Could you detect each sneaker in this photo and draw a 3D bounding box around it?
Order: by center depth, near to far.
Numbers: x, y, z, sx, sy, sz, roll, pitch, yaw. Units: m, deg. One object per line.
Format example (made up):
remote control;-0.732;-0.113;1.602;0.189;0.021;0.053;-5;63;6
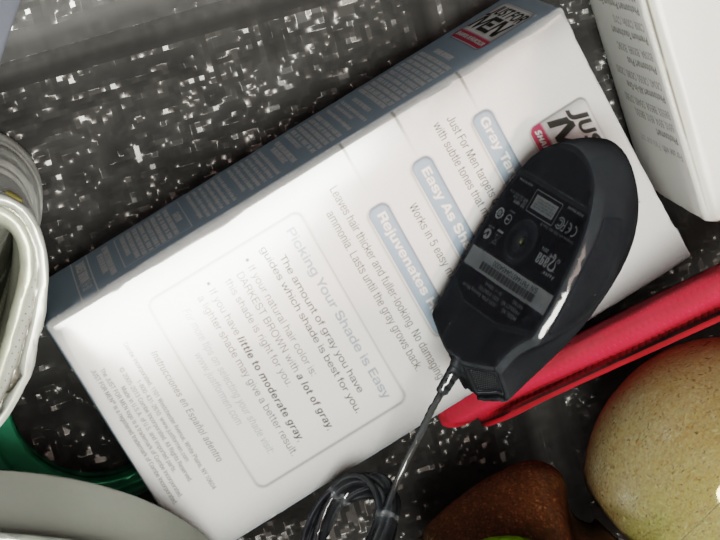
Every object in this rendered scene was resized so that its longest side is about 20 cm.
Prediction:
sneaker;-0.166;0.051;0.737;0.073;0.116;0.201;26;97;-17

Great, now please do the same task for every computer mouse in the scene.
computer mouse;0.034;0.047;0.725;0.034;0.059;0.201;27;98;-35

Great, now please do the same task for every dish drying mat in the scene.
dish drying mat;0.119;0.008;0.749;0.199;0.077;0.018;-29;87;35

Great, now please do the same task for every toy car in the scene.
toy car;0.127;0.087;0.742;0.158;0.164;0.200;43;89;6

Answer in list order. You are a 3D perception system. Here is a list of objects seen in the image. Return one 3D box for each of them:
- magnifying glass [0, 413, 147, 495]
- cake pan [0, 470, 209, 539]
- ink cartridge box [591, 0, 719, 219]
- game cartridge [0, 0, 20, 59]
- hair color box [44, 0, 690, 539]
magnifying glass;-0.044;0.019;0.801;0.199;0.022;0.080;-26;105;-7
cake pan;-0.125;0.129;0.747;0.199;0.037;0.201;-3;142;-2
ink cartridge box;0.146;-0.137;0.765;0.145;0.084;0.201;-20;105;-7
game cartridge;-0.138;-0.137;0.663;0.041;0.134;0.201;0;140;7
hair color box;0.000;0.000;0.766;0.199;0.061;0.099;-31;106;-3
